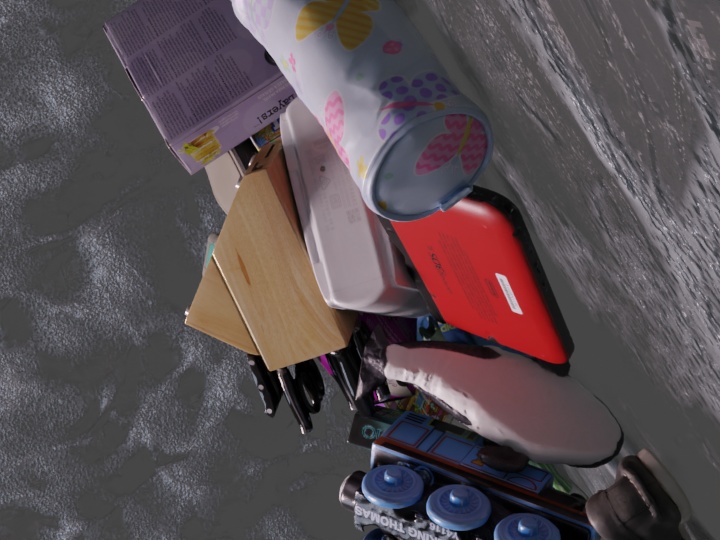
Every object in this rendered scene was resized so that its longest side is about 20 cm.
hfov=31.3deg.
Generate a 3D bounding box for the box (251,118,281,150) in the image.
[{"bbox_3d":[-0.055,-0.157,1.270,0.193,0.122,0.200,58,179,33],"label":"box"}]

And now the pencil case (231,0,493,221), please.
[{"bbox_3d":[-0.003,-0.119,0.751,0.200,0.083,0.091,57,173,36],"label":"pencil case"}]

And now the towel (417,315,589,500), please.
[{"bbox_3d":[0.123,0.124,1.118,0.200,0.023,0.153,50,-178,-2],"label":"towel"}]

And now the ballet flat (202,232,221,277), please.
[{"bbox_3d":[-0.062,-0.025,1.196,0.067,0.200,0.064,19,112,39],"label":"ballet flat"}]

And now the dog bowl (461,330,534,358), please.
[{"bbox_3d":[0.109,0.034,1.150,0.200,0.049,0.111,57,179,11],"label":"dog bowl"}]

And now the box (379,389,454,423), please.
[{"bbox_3d":[0.065,0.083,1.320,0.039,0.200,0.137,-4,129,41],"label":"box"}]

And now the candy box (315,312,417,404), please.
[{"bbox_3d":[0.000,0.000,1.137,0.136,0.061,0.200,54,-151,-45],"label":"candy box"}]

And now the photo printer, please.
[{"bbox_3d":[0.014,-0.045,1.013,0.200,0.069,0.167,16,-121,-70],"label":"photo printer"}]

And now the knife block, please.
[{"bbox_3d":[-0.035,0.024,0.986,0.175,0.200,0.064,23,-153,-3],"label":"knife block"}]

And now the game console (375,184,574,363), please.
[{"bbox_3d":[0.078,-0.049,0.899,0.172,0.119,0.200,20,158,32],"label":"game console"}]

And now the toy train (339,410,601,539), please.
[{"bbox_3d":[0.085,0.179,0.944,0.199,0.114,0.087,16,123,26],"label":"toy train"}]

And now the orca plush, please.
[{"bbox_3d":[0.095,0.107,0.970,0.071,0.199,0.106,85,-168,-65],"label":"orca plush"}]

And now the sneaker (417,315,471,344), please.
[{"bbox_3d":[0.115,0.077,1.230,0.199,0.105,0.076,20,178,-16],"label":"sneaker"}]

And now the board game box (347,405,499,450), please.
[{"bbox_3d":[0.066,0.150,1.125,0.135,0.028,0.200,15,178,6],"label":"board game box"}]

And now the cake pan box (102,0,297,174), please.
[{"bbox_3d":[-0.123,-0.209,1.167,0.200,0.184,0.052,56,179,37],"label":"cake pan box"}]

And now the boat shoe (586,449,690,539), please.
[{"bbox_3d":[0.187,0.176,0.864,0.067,0.057,0.200,57,179,32],"label":"boat shoe"}]

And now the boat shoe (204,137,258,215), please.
[{"bbox_3d":[-0.119,-0.111,1.195,0.200,0.057,0.067,51,139,44],"label":"boat shoe"}]
